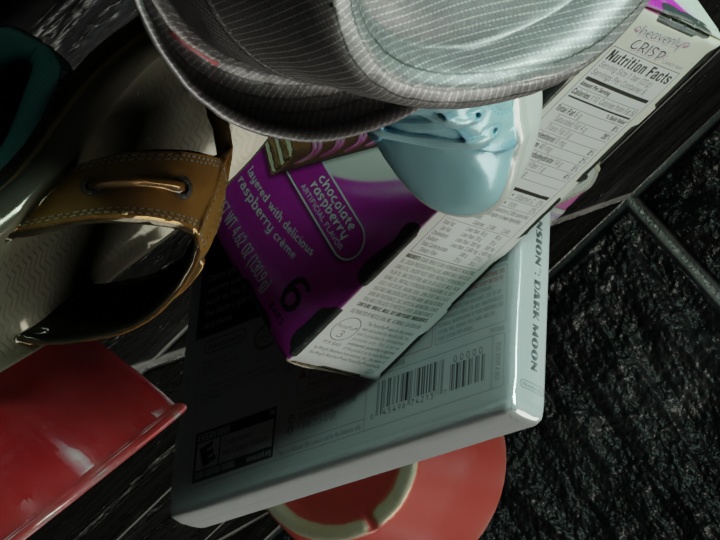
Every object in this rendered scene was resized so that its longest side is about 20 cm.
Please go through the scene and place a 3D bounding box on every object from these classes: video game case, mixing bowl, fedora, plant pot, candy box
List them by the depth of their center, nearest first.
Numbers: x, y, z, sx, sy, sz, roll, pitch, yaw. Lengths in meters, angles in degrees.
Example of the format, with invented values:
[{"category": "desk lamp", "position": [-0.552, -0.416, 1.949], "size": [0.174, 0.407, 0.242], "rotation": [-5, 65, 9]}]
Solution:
[{"category": "fedora", "position": [0.031, -0.110, 0.726], "size": [0.200, 0.090, 0.178], "rotation": [-14, 122, -39]}, {"category": "mixing bowl", "position": [-0.170, 0.065, 0.870], "size": [0.200, 0.109, 0.200], "rotation": [-38, -178, 1]}, {"category": "candy box", "position": [0.023, -0.074, 0.986], "size": [0.200, 0.137, 0.061], "rotation": [-45, 146, 23]}, {"category": "video game case", "position": [0.000, 0.000, 1.064], "size": [0.023, 0.183, 0.200], "rotation": [25, 147, -38]}, {"category": "plant pot", "position": [0.004, 0.152, 2.074], "size": [0.200, 0.201, 0.177], "rotation": [-43, 164, 7]}]

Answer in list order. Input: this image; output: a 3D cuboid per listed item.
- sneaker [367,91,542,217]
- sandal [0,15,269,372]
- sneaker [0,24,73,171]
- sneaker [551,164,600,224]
[{"category": "sneaker", "position": [0.006, -0.079, 0.847], "size": [0.082, 0.074, 0.200], "rotation": [-62, 146, -37]}, {"category": "sandal", "position": [-0.079, -0.012, 0.764], "size": [0.200, 0.054, 0.082], "rotation": [-40, 147, -34]}, {"category": "sneaker", "position": [-0.159, -0.010, 0.772], "size": [0.200, 0.077, 0.091], "rotation": [-39, 154, -33]}, {"category": "sneaker", "position": [0.113, -0.067, 1.776], "size": [0.088, 0.081, 0.200], "rotation": [-47, 179, 28]}]
